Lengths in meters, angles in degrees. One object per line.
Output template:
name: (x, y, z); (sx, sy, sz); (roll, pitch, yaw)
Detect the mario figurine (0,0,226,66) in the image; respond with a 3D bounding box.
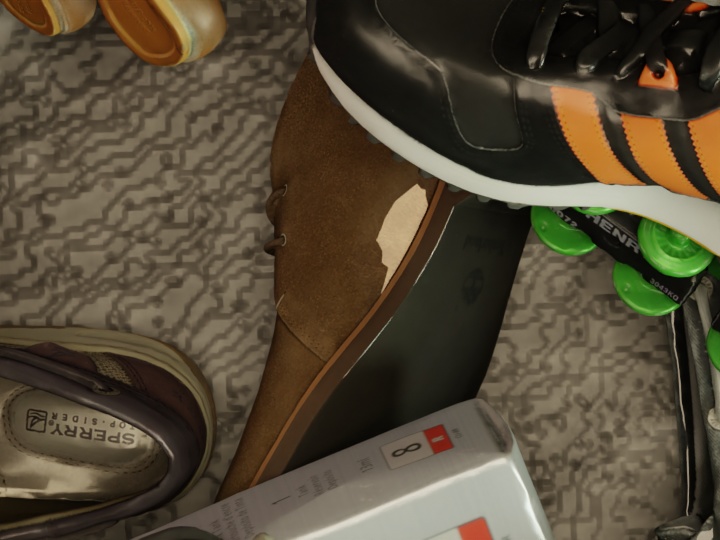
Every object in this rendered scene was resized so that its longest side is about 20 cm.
mario figurine: (-0.009, -0.129, 0.825); (0.123, 0.106, 0.200); (37, 67, 12)

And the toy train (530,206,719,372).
toy train: (0.134, 0.015, 0.810); (0.200, 0.042, 0.056); (37, 66, 7)

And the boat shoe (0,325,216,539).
boat shoe: (-0.142, 0.046, 0.837); (0.200, 0.065, 0.072); (2, 93, -1)

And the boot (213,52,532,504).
boot: (0.000, 0.000, 0.856); (0.075, 0.074, 0.200); (30, 94, 27)

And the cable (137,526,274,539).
cable: (-0.043, 0.146, 0.785); (0.097, 0.050, 0.200); (23, 114, -10)

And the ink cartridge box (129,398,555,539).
ink cartridge box: (-0.026, 0.145, 0.824); (0.200, 0.050, 0.162); (-24, 113, -5)

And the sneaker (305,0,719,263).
sneaker: (0.088, -0.051, 0.756); (0.200, 0.090, 0.070); (23, 56, -6)

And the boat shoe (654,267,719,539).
boat shoe: (0.110, 0.087, 0.844); (0.068, 0.074, 0.199); (1, 90, -7)
